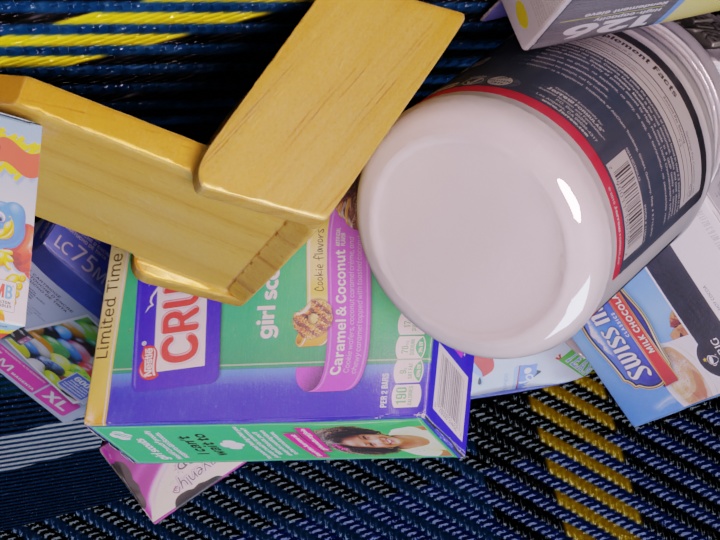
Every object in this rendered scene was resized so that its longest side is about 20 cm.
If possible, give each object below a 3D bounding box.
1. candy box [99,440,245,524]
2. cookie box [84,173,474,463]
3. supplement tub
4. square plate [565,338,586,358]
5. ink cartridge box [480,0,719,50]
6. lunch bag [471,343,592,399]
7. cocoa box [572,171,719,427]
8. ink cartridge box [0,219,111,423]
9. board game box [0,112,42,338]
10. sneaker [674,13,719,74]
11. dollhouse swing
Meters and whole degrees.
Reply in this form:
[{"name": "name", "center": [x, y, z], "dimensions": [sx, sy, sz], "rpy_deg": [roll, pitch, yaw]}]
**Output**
[{"name": "candy box", "center": [-0.085, 0.077, 1.710], "dimensions": [0.136, 0.061, 0.200], "rpy_deg": [-34, -172, 3]}, {"name": "cookie box", "center": [-0.039, 0.017, 1.536], "dimensions": [0.200, 0.172, 0.075], "rpy_deg": [-3, 155, 21]}, {"name": "supplement tub", "center": [0.100, -0.052, 1.445], "dimensions": [0.140, 0.141, 0.200], "rpy_deg": [-21, -170, 35]}, {"name": "square plate", "center": [0.135, -0.020, 1.794], "dimensions": [0.200, 0.198, 0.028], "rpy_deg": [-3, 132, -54]}, {"name": "ink cartridge box", "center": [0.178, -0.157, 1.390], "dimensions": [0.197, 0.047, 0.200], "rpy_deg": [-14, 169, -14]}, {"name": "lunch bag", "center": [0.075, 0.007, 1.860], "dimensions": [0.160, 0.076, 0.200], "rpy_deg": [-10, -148, -9]}, {"name": "cocoa box", "center": [0.207, -0.026, 1.689], "dimensions": [0.131, 0.133, 0.200], "rpy_deg": [-24, -159, 33]}, {"name": "ink cartridge box", "center": [-0.174, 0.025, 1.720], "dimensions": [0.200, 0.119, 0.042], "rpy_deg": [-28, -153, 51]}, {"name": "board game box", "center": [-0.247, -0.005, 1.330], "dimensions": [0.105, 0.103, 0.200], "rpy_deg": [16, 155, -31]}, {"name": "sneaker", "center": [0.214, -0.088, 1.557], "dimensions": [0.200, 0.100, 0.078], "rpy_deg": [6, -153, 0]}, {"name": "dollhouse swing", "center": [-0.084, -0.089, 1.402], "dimensions": [0.182, 0.176, 0.200], "rpy_deg": [-56, -176, -18]}]
